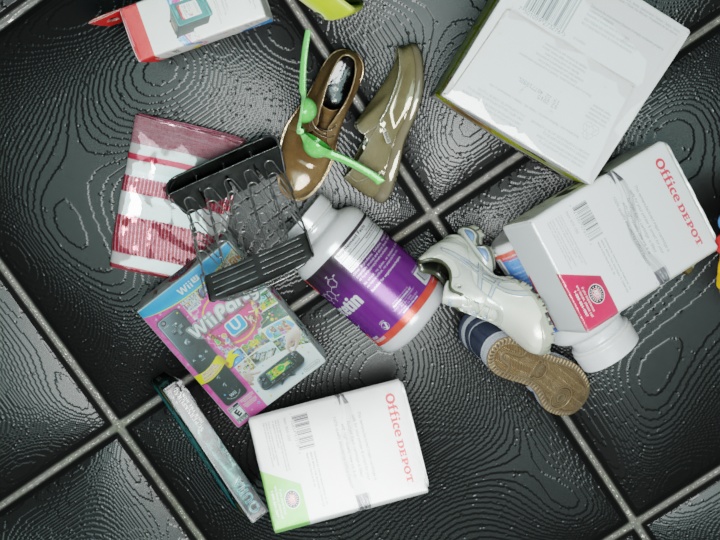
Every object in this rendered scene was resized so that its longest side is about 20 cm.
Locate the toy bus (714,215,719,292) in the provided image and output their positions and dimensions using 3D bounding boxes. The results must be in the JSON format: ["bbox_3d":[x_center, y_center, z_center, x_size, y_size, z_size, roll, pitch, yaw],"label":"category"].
[{"bbox_3d":[0.491,-0.013,1.338,0.191,0.135,0.201,-4,104,-34],"label":"toy bus"}]

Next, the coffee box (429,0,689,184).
[{"bbox_3d":[0.220,-0.237,1.304,0.199,0.198,0.201,31,96,-5],"label":"coffee box"}]

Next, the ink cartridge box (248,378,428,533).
[{"bbox_3d":[-0.027,0.234,1.412,0.199,0.084,0.146,-14,79,-4],"label":"ink cartridge box"}]

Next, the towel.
[{"bbox_3d":[-0.234,-0.086,1.421,0.143,0.023,0.201,12,100,-1],"label":"towel"}]

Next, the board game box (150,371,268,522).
[{"bbox_3d":[-0.194,0.220,1.415,0.028,0.135,0.201,-35,98,-15],"label":"board game box"}]

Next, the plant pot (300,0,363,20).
[{"bbox_3d":[-0.033,-0.401,1.283,0.199,0.200,0.182,36,104,-6],"label":"plant pot"}]

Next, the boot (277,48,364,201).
[{"bbox_3d":[-0.053,-0.178,1.379,0.073,0.075,0.201,22,101,-6],"label":"boot"}]

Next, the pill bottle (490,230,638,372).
[{"bbox_3d":[0.259,0.022,1.393,0.112,0.112,0.200,-35,99,6],"label":"pill bottle"}]

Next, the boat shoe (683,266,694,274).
[{"bbox_3d":[0.353,-0.080,1.402,0.200,0.073,0.065,42,86,-10],"label":"boat shoe"}]

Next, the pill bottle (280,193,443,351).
[{"bbox_3d":[0.000,0.000,1.389,0.200,0.112,0.113,41,97,-6],"label":"pill bottle"}]

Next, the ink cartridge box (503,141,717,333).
[{"bbox_3d":[0.291,-0.039,1.303,0.199,0.083,0.146,-30,95,-16],"label":"ink cartridge box"}]

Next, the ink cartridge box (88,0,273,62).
[{"bbox_3d":[-0.211,-0.299,1.336,0.199,0.116,0.068,-19,100,4],"label":"ink cartridge box"}]

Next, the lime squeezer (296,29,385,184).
[{"bbox_3d":[-0.047,-0.179,1.325,0.070,0.038,0.201,-22,102,24],"label":"lime squeezer"}]

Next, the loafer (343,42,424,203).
[{"bbox_3d":[0.029,-0.184,1.376,0.067,0.076,0.201,13,99,-8],"label":"loafer"}]

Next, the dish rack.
[{"bbox_3d":[-0.140,-0.058,1.328,0.153,0.201,0.055,-24,138,4],"label":"dish rack"}]

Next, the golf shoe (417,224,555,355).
[{"bbox_3d":[0.146,0.037,1.335,0.097,0.200,0.079,-22,141,-25],"label":"golf shoe"}]

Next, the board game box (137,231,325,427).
[{"bbox_3d":[-0.162,0.075,1.416,0.147,0.064,0.200,-37,104,5],"label":"board game box"}]

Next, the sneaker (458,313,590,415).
[{"bbox_3d":[0.207,0.112,1.438,0.200,0.108,0.070,32,97,-36],"label":"sneaker"}]
